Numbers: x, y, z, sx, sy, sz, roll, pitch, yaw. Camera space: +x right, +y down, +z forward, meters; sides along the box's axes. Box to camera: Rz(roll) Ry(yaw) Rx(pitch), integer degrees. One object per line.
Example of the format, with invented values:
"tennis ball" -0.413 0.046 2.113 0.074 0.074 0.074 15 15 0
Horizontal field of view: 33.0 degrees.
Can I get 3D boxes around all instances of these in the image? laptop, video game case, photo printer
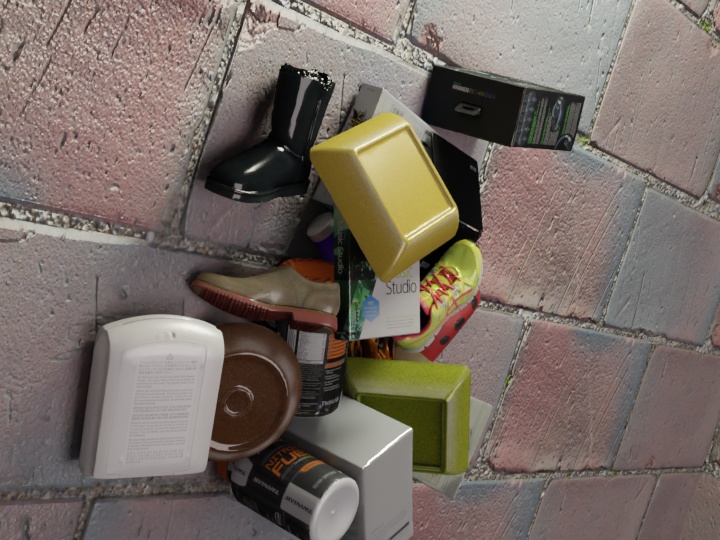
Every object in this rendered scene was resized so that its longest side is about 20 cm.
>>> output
"laptop" 0.108 -0.086 1.873 0.200 0.103 0.177 -47 151 13
"video game case" 0.030 -0.150 1.778 0.200 0.045 0.183 29 83 -55
"photo printer" -0.255 0.152 1.497 0.165 0.069 0.202 1 107 -31

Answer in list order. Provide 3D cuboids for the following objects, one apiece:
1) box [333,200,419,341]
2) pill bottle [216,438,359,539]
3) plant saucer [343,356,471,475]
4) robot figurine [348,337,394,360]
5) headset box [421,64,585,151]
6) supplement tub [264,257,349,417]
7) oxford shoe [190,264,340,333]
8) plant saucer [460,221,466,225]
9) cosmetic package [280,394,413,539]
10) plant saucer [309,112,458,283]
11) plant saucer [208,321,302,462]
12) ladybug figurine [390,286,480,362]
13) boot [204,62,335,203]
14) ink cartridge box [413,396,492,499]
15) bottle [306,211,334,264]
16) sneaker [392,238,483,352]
"box" 0.024 -0.009 1.663 0.144 0.036 0.202 -4 93 -46
"pill bottle" -0.108 0.297 1.688 0.106 0.199 0.107 -31 132 -42
"plant saucer" 0.064 0.231 1.829 0.048 0.198 0.201 -73 164 -58
"robot figurine" 0.007 0.113 1.870 0.145 0.058 0.202 -31 131 -43
"headset box" 0.216 -0.248 1.864 0.199 0.173 0.094 -4 110 -53
"supplement tub" -0.075 0.092 1.695 0.122 0.122 0.202 -13 117 -49
"oxford shoe" -0.122 0.026 1.588 0.198 0.070 0.075 15 73 -14
"plant saucer" 0.116 -0.047 1.955 0.199 0.036 0.202 -29 129 -42
"cosmetic package" -0.033 0.302 1.791 0.123 0.198 0.202 -30 130 -42
"plant saucer" 0.047 -0.110 1.626 0.200 0.048 0.201 -33 94 -50
"plant saucer" -0.167 0.168 1.604 0.199 0.037 0.202 -7 110 -19
"ladybug figurine" 0.126 0.078 1.953 0.200 0.072 0.136 -52 171 8
"boot" -0.113 -0.178 1.542 0.200 0.076 0.170 -13 122 -58
"ink cartridge box" 0.111 0.256 1.960 0.050 0.199 0.163 28 85 -57
"bottle" 0.000 0.000 1.751 0.084 0.065 0.200 -48 118 -10
"sneaker" 0.114 0.040 1.837 0.201 0.078 0.090 -57 158 6
